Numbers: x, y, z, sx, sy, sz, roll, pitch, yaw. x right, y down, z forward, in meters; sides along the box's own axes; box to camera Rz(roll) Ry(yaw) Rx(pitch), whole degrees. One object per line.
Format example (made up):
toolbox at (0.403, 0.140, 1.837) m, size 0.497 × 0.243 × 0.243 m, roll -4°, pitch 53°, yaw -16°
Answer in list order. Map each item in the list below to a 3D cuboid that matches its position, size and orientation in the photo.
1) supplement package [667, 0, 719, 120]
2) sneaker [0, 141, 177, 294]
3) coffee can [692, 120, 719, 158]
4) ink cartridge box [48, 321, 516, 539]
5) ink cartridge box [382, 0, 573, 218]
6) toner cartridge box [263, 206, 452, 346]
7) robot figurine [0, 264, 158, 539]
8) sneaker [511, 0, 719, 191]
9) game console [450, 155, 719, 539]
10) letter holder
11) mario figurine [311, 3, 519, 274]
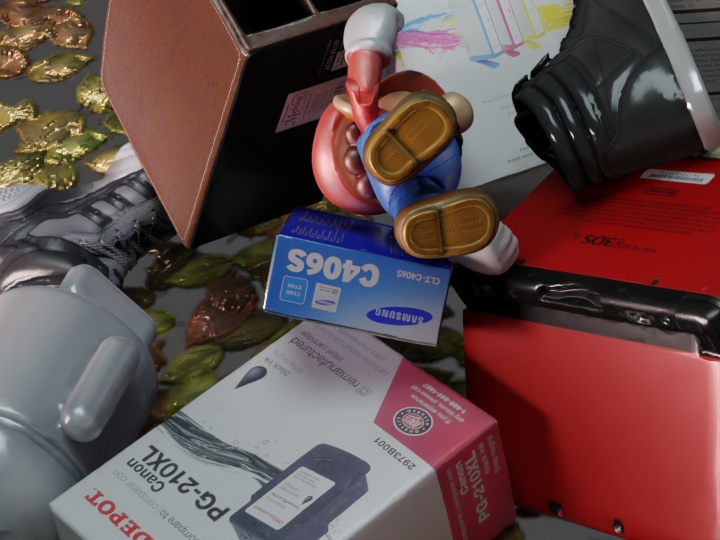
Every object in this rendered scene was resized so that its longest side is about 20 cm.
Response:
supplement package at (0.221, -0.182, 1.251) m, size 0.119 × 0.201 × 0.122 m, roll -3°, pitch 42°, yaw 12°
sneaker at (-0.149, -0.013, 1.268) m, size 0.199 × 0.076 × 0.114 m, roll -18°, pitch 50°, yaw -9°
coffee can at (0.256, 0.021, 1.060) m, size 0.146 × 0.147 × 0.200 m, roll -21°, pitch 42°, yaw -8°
ink cartridge box at (-0.041, 0.129, 1.068) m, size 0.200 × 0.085 × 0.145 m, roll -35°, pitch 45°, yaw -23°
ink cartridge box at (0.073, -0.142, 1.231) m, size 0.125 × 0.129 × 0.201 m, roll -19°, pitch 80°, yaw -4°
toner cartridge box at (0.000, 0.000, 1.130) m, size 0.094 × 0.043 × 0.200 m, roll 11°, pitch 6°, yaw 0°
robot figurine at (-0.185, 0.089, 1.129) m, size 0.169 × 0.113 × 0.200 m, roll -33°, pitch 23°, yaw 45°
sneaker at (0.121, -0.122, 1.103) m, size 0.099 × 0.071 × 0.201 m, roll -22°, pitch 44°, yaw 7°
game console at (0.150, 0.035, 1.048) m, size 0.172 × 0.119 × 0.200 m, roll -44°, pitch 30°, yaw -24°
letter holder at (-0.076, -0.135, 1.197) m, size 0.100 × 0.200 × 0.143 m, roll -21°, pitch 66°, yaw -26°
mario figurine at (0.037, -0.071, 1.064) m, size 0.105 × 0.124 × 0.200 m, roll 10°, pitch 11°, yaw -10°
